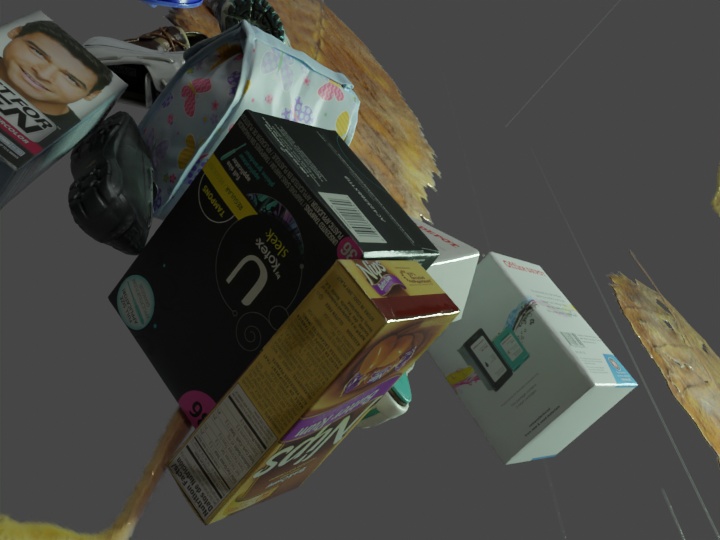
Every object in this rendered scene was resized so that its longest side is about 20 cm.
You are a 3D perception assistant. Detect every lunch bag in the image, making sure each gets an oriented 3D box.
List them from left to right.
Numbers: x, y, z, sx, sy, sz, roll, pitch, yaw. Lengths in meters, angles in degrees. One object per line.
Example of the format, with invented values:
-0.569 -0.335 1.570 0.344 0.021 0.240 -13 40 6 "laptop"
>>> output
-0.114 -0.140 0.832 0.169 0.200 0.128 14 36 -49 "lunch bag"

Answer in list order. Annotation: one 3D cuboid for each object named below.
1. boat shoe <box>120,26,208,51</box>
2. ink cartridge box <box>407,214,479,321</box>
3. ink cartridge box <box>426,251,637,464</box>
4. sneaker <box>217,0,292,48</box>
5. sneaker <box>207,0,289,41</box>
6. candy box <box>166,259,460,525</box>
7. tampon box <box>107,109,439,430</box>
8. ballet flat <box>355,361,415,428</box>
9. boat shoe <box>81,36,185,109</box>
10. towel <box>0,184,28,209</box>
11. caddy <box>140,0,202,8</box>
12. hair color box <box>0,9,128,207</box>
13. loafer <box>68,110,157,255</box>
-0.245 -0.275 1.021 0.072 0.072 0.200 44 22 4 "boat shoe"
0.000 0.000 0.817 0.145 0.085 0.199 30 27 35 "ink cartridge box"
0.197 0.104 0.995 0.146 0.146 0.201 11 38 -52 "ink cartridge box"
-0.100 -0.231 0.947 0.086 0.077 0.201 45 -16 54 "sneaker"
-0.196 -0.438 1.432 0.201 0.075 0.082 52 8 3 "sneaker"
-0.031 0.082 0.569 0.057 0.200 0.116 50 23 20 "candy box"
-0.069 0.006 0.643 0.150 0.200 0.126 49 23 20 "tampon box"
0.017 0.093 0.816 0.069 0.070 0.200 40 18 -8 "ballet flat"
-0.213 -0.197 0.881 0.197 0.074 0.066 6 42 2 "boat shoe"
-0.350 -0.102 0.597 0.199 0.031 0.150 39 24 -16 "towel"
-0.294 -0.440 1.205 0.140 0.106 0.201 13 30 -11 "caddy"
-0.273 -0.129 0.645 0.099 0.061 0.201 40 27 -14 "hair color box"
-0.218 -0.081 0.737 0.071 0.068 0.201 54 8 -34 "loafer"
